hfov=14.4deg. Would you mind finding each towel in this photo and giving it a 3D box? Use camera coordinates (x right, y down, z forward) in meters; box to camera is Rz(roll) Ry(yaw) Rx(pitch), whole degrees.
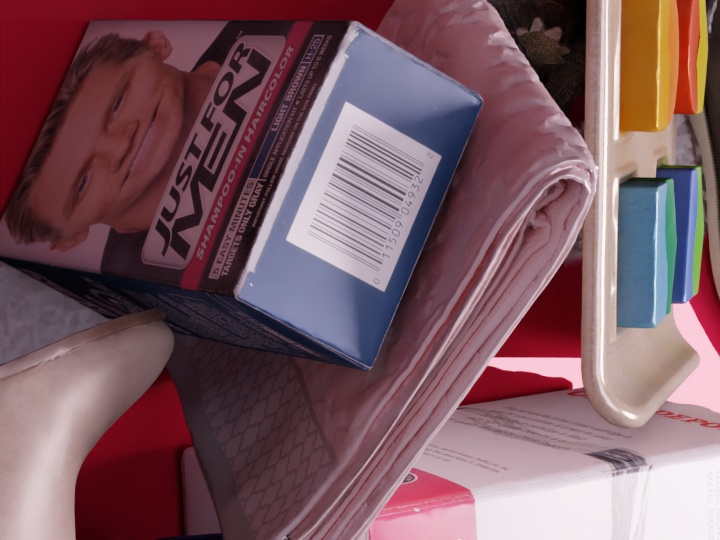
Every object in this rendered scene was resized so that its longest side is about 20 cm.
[{"bbox_3d":[0.000,0.000,0.990,0.032,0.200,0.191,29,106,-23],"label":"towel"}]

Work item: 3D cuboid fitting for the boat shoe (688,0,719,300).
[{"bbox_3d":[0.188,-0.031,1.212,0.072,0.060,0.202,-26,107,-27],"label":"boat shoe"}]

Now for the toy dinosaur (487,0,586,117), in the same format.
[{"bbox_3d":[0.066,-0.094,1.121,0.200,0.077,0.103,62,33,-33],"label":"toy dinosaur"}]

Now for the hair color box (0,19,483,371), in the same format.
[{"bbox_3d":[-0.049,-0.031,0.986,0.060,0.200,0.100,29,79,-29],"label":"hair color box"}]

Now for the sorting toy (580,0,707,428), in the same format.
[{"bbox_3d":[0.114,-0.050,1.115,0.185,0.036,0.201,-24,110,-74],"label":"sorting toy"}]

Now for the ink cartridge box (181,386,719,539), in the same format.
[{"bbox_3d":[0.052,0.104,1.092,0.199,0.145,0.085,-7,100,-30],"label":"ink cartridge box"}]

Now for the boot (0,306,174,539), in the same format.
[{"bbox_3d":[-0.114,0.113,0.910,0.199,0.070,0.147,-27,78,-24],"label":"boot"}]

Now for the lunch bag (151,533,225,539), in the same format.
[{"bbox_3d":[-0.118,0.177,0.998,0.199,0.136,0.133,-28,92,-28],"label":"lunch bag"}]
